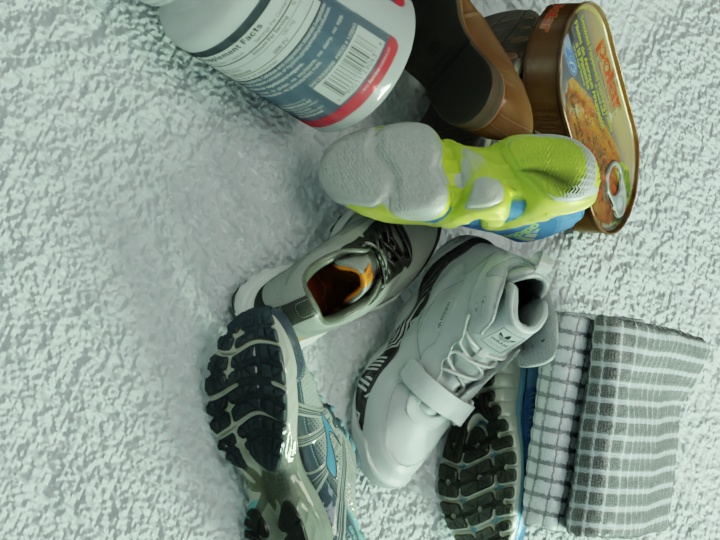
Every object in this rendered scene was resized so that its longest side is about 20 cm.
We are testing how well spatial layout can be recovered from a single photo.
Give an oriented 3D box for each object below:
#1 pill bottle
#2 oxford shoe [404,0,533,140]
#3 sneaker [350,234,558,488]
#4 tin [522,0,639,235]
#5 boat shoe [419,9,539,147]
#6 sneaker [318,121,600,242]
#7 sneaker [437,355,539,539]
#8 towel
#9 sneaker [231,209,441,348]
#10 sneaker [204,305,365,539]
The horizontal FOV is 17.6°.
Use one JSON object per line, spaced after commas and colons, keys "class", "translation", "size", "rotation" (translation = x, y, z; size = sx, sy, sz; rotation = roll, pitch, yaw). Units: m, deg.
{"class": "pill bottle", "translation": [-0.070, -0.191, 1.614], "size": [0.200, 0.119, 0.120], "rotation": [30, 61, -33]}
{"class": "oxford shoe", "translation": [0.073, -0.160, 1.728], "size": [0.071, 0.071, 0.200], "rotation": [26, 29, -39]}
{"class": "sneaker", "translation": [0.069, 0.065, 1.659], "size": [0.075, 0.115, 0.200], "rotation": [34, 74, -27]}
{"class": "tin", "translation": [0.174, -0.119, 1.824], "size": [0.112, 0.042, 0.200], "rotation": [-55, 138, -39]}
{"class": "boat shoe", "translation": [0.093, -0.121, 1.787], "size": [0.200, 0.074, 0.073], "rotation": [-61, 143, -37]}
{"class": "sneaker", "translation": [0.072, -0.051, 1.669], "size": [0.105, 0.199, 0.076], "rotation": [73, 24, -66]}
{"class": "sneaker", "translation": [0.116, 0.122, 1.734], "size": [0.090, 0.078, 0.201], "rotation": [20, 67, -40]}
{"class": "towel", "translation": [0.192, 0.116, 1.733], "size": [0.200, 0.085, 0.166], "rotation": [9, 87, -66]}
{"class": "sneaker", "translation": [0.000, 0.000, 1.658], "size": [0.200, 0.079, 0.074], "rotation": [-35, 102, -42]}
{"class": "sneaker", "translation": [-0.046, 0.119, 1.600], "size": [0.086, 0.077, 0.201], "rotation": [-18, 101, -49]}
